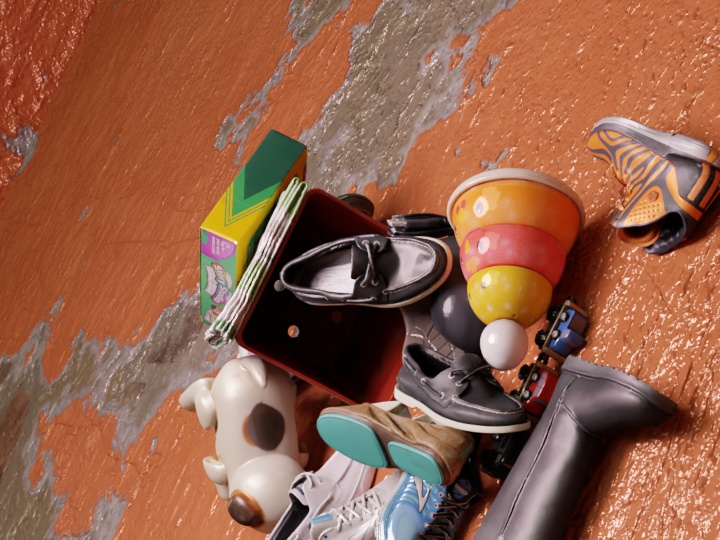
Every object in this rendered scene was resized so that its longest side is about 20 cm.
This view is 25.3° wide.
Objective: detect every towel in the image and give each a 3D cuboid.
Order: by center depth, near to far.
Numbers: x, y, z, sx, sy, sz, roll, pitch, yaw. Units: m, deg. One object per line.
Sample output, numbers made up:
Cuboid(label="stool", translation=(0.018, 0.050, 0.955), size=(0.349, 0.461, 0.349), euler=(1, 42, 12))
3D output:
Cuboid(label="towel", translation=(-0.122, -0.007, 1.821), size=(0.201, 0.031, 0.149), euler=(-64, 7, -10))

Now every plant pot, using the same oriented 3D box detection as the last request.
Cuboid(label="plant pot", translation=(-0.039, 0.038, 1.899), size=(0.201, 0.199, 0.176), euler=(-63, 15, -8))

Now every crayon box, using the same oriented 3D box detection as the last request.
Cuboid(label="crayon box", translation=(-0.133, -0.043, 1.962), size=(0.173, 0.058, 0.201), euler=(-56, -15, -33))

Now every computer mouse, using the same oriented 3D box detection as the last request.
Cuboid(label="computer mouse", translation=(0.111, 0.001, 1.742), size=(0.053, 0.137, 0.201), euler=(108, 158, -43))

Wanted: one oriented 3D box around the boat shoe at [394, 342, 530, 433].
Cuboid(label="boat shoe", translation=(0.100, 0.113, 1.601), size=(0.199, 0.074, 0.067), euler=(19, 110, 62))

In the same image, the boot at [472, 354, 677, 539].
Cuboid(label="boot", translation=(0.195, 0.187, 1.468), size=(0.201, 0.065, 0.165), euler=(-60, 19, -6))

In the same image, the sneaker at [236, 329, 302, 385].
Cuboid(label="sneaker", translation=(-0.121, 0.142, 2.049), size=(0.200, 0.088, 0.081), euler=(120, 144, -54))

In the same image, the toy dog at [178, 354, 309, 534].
Cuboid(label="toy dog", translation=(-0.111, 0.212, 1.886), size=(0.194, 0.139, 0.201), euler=(-48, 51, 52))

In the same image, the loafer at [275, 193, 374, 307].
Cuboid(label="loafer", translation=(-0.040, -0.009, 2.069), size=(0.201, 0.075, 0.070), euler=(-58, 31, 24))

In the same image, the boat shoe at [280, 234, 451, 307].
Cuboid(label="boat shoe", translation=(0.000, -0.002, 1.716), size=(0.198, 0.066, 0.075), euler=(-2, 78, 34))

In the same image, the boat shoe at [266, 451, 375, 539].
Cuboid(label="boat shoe", translation=(-0.053, 0.264, 1.798), size=(0.201, 0.068, 0.072), euler=(-57, 26, -14))

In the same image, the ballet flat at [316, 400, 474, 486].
Cuboid(label="ballet flat", translation=(0.042, 0.166, 1.632), size=(0.072, 0.068, 0.199), euler=(-36, 26, -31))

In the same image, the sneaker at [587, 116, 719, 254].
Cuboid(label="sneaker", translation=(0.272, -0.084, 1.593), size=(0.113, 0.077, 0.200), euler=(-60, 27, -3))

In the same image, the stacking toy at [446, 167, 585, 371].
Cuboid(label="stacking toy", translation=(0.154, 0.010, 1.633), size=(0.146, 0.146, 0.201), euler=(-31, 41, 43))

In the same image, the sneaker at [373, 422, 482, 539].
Cuboid(label="sneaker", translation=(0.075, 0.233, 1.619), size=(0.090, 0.078, 0.201), euler=(-22, 45, 45))

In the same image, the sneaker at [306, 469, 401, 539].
Cuboid(label="sneaker", translation=(-0.007, 0.275, 1.708), size=(0.200, 0.086, 0.075), euler=(-51, 27, 14))

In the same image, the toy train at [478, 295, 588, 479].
Cuboid(label="toy train", translation=(0.177, 0.118, 1.605), size=(0.046, 0.034, 0.201), euler=(14, 76, 58))

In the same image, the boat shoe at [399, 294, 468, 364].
Cuboid(label="boat shoe", translation=(0.086, 0.081, 1.760), size=(0.075, 0.072, 0.201), euler=(-15, 50, 12))
